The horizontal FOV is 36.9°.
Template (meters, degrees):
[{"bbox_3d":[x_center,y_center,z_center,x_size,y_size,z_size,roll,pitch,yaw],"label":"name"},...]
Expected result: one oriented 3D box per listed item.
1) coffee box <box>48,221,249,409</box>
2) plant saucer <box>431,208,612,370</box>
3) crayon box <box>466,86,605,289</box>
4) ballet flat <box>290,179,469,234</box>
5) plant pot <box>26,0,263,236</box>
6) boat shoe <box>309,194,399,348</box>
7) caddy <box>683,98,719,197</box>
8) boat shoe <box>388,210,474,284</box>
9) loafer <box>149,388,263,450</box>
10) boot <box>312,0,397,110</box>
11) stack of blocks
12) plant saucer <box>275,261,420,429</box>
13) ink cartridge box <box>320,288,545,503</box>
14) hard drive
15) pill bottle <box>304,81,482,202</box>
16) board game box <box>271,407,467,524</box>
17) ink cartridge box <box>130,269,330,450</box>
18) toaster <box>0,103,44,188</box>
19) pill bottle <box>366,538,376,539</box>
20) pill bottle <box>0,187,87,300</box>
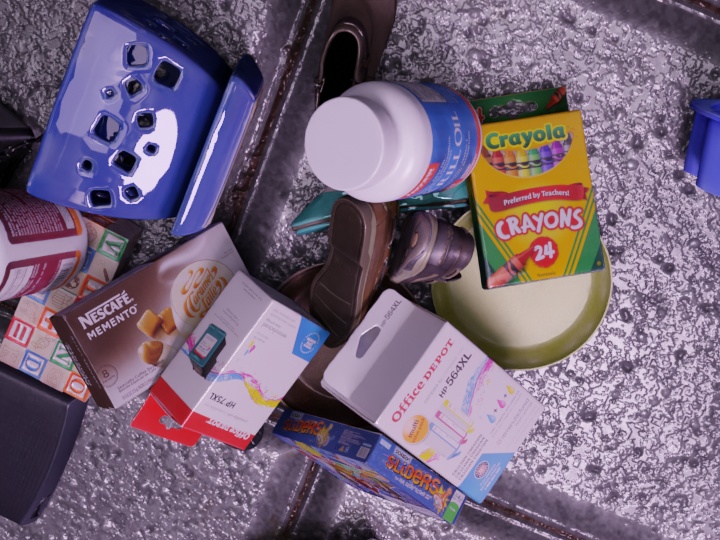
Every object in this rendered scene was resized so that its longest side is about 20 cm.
[{"bbox_3d":[-0.216,0.047,1.161,0.199,0.080,0.115,-32,101,-26],"label":"coffee box"},{"bbox_3d":[0.177,0.011,1.197,0.198,0.031,0.202,1,104,4],"label":"plant saucer"},{"bbox_3d":[0.175,-0.089,1.129,0.126,0.051,0.202,-10,89,-3],"label":"crayon box"},{"bbox_3d":[0.018,-0.088,1.170,0.198,0.067,0.071,-10,92,3],"label":"ballet flat"},{"bbox_3d":[-0.207,-0.154,1.105,0.178,0.200,0.201,21,105,-9],"label":"plant pot"},{"bbox_3d":[0.000,0.000,1.140,0.072,0.068,0.201,43,137,25],"label":"boat shoe"},{"bbox_3d":[0.422,-0.122,1.084,0.198,0.142,0.106,14,109,0],"label":"caddy"},{"bbox_3d":[0.074,-0.014,1.107,0.073,0.200,0.075,17,90,-3],"label":"boat shoe"},{"bbox_3d":[-0.195,0.135,1.248,0.200,0.073,0.072,46,136,-2],"label":"loafer"},{"bbox_3d":[-0.007,-0.239,1.085,0.069,0.146,0.202,7,105,5],"label":"boot"},{"bbox_3d":[-0.318,0.032,1.228,0.114,0.059,0.201,26,105,-3],"label":"stack of blocks"},{"bbox_3d":[-0.018,0.082,1.229,0.198,0.037,0.203,1,105,4],"label":"plant saucer"},{"bbox_3d":[0.068,0.126,1.135,0.200,0.125,0.129,40,83,-31],"label":"ink cartridge box"},{"bbox_3d":[-0.413,0.203,1.284,0.134,0.042,0.201,26,110,-2],"label":"hard drive"},{"bbox_3d":[0.031,-0.123,1.030,0.111,0.200,0.114,5,101,28],"label":"pill bottle"},{"bbox_3d":[0.005,0.209,1.166,0.135,0.199,0.035,39,71,-28],"label":"board game box"},{"bbox_3d":[-0.137,0.112,1.138,0.067,0.116,0.201,38,92,37],"label":"ink cartridge box"},{"bbox_3d":[-0.455,-0.110,1.141,0.119,0.200,0.181,42,105,5],"label":"toaster"},{"bbox_3d":[-0.061,0.388,1.274,0.198,0.112,0.113,-23,102,10],"label":"pill bottle"},{"bbox_3d":[-0.376,-0.024,1.088,0.113,0.200,0.116,2,96,20],"label":"pill bottle"}]
